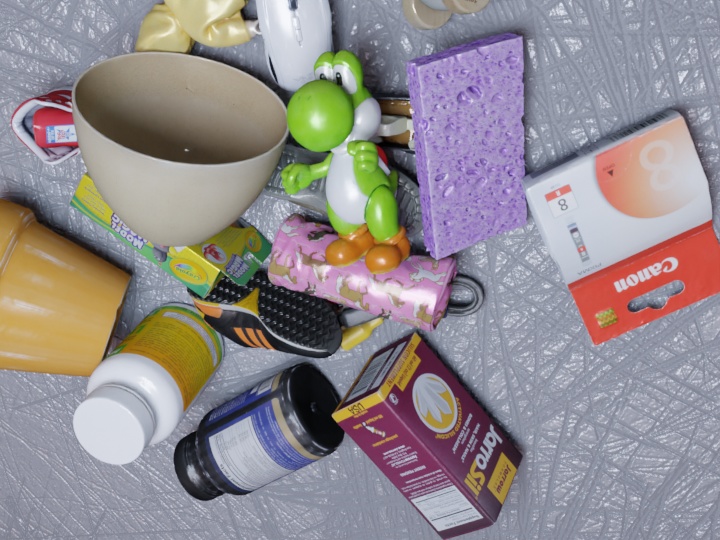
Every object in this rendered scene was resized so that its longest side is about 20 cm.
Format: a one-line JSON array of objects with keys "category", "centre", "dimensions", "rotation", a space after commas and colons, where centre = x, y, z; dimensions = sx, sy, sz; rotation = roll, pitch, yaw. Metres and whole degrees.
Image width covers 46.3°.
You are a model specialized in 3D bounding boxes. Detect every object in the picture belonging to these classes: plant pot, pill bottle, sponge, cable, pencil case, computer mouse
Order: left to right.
[{"category": "plant pot", "centre": [-0.372, 0.036, 0.973], "dimensions": [0.182, 0.201, 0.201], "rotation": [18, 118, -12]}, {"category": "pill bottle", "centre": [-0.241, 0.128, 0.962], "dimensions": [0.110, 0.200, 0.112], "rotation": [5, 114, 11]}, {"category": "plant pot", "centre": [-0.178, -0.104, 0.819], "dimensions": [0.199, 0.201, 0.135], "rotation": [21, 128, 4]}, {"category": "pill bottle", "centre": [-0.126, 0.202, 1.016], "dimensions": [0.199, 0.112, 0.112], "rotation": [-30, 104, 24]}, {"category": "computer mouse", "centre": [-0.061, -0.249, 0.800], "dimensions": [0.109, 0.044, 0.201], "rotation": [-14, 134, -3]}, {"category": "pencil case", "centre": [0.000, 0.000, 0.890], "dimensions": [0.198, 0.086, 0.084], "rotation": [15, 89, 11]}, {"category": "cable", "centre": [0.036, 0.027, 0.951], "dimensions": [0.198, 0.050, 0.098], "rotation": [-16, 92, 7]}, {"category": "sponge", "centre": [0.107, -0.117, 0.817], "dimensions": [0.111, 0.030, 0.202], "rotation": [-19, 122, -17]}]

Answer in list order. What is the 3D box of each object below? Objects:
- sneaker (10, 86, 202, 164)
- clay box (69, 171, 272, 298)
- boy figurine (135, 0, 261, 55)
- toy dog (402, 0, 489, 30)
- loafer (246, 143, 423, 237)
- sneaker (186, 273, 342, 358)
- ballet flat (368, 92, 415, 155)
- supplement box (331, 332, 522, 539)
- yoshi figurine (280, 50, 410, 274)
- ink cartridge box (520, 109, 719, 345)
[{"category": "sneaker", "centre": [-0.269, -0.155, 0.893], "dimensions": [0.198, 0.113, 0.072], "rotation": [4, 113, 12]}, {"category": "clay box", "centre": [-0.200, -0.049, 0.922], "dimensions": [0.199, 0.115, 0.048], "rotation": [36, 118, -3]}, {"category": "boy figurine", "centre": [-0.146, -0.275, 0.838], "dimensions": [0.200, 0.065, 0.124], "rotation": [-39, 100, 26]}, {"category": "toy dog", "centre": [0.059, -0.313, 0.749], "dimensions": [0.131, 0.096, 0.200], "rotation": [28, 159, 42]}, {"category": "loafer", "centre": [-0.021, -0.089, 0.889], "dimensions": [0.198, 0.070, 0.076], "rotation": [21, 96, 9]}, {"category": "sneaker", "centre": [-0.103, 0.059, 0.962], "dimensions": [0.199, 0.070, 0.090], "rotation": [20, 146, 22]}, {"category": "ballet flat", "centre": [0.047, -0.144, 0.845], "dimensions": [0.198, 0.073, 0.074], "rotation": [8, 115, 10]}, {"category": "supplement box", "centre": [0.078, 0.187, 0.949], "dimensions": [0.200, 0.110, 0.085], "rotation": [49, 133, -10]}, {"category": "yoshi figurine", "centre": [-0.020, -0.094, 0.770], "dimensions": [0.111, 0.112, 0.202], "rotation": [-12, 111, -1]}, {"category": "ink cartridge box", "centre": [0.269, -0.033, 0.832], "dimensions": [0.161, 0.050, 0.201], "rotation": [-25, 102, 10]}]
